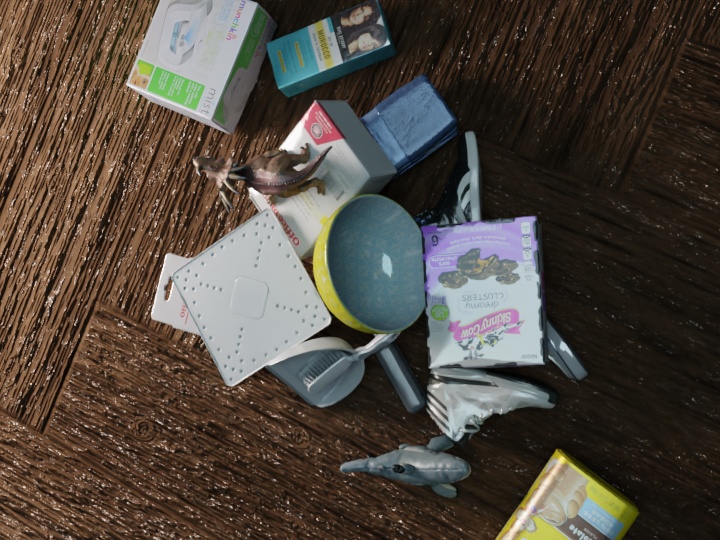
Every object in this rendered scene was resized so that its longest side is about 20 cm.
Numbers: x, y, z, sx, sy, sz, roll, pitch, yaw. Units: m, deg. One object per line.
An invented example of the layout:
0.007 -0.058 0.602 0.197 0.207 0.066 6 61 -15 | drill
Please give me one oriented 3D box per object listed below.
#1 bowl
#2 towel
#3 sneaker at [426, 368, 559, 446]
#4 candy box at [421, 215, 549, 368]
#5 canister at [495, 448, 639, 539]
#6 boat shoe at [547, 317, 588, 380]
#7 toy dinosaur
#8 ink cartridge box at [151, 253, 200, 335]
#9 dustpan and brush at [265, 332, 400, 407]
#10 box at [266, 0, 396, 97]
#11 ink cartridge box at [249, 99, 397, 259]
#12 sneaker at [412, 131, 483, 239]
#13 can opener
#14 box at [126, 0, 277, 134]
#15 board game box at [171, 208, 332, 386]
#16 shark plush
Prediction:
0.000 0.000 1.171 0.107 0.197 0.205 -19 79 50 | bowl
0.050 -0.210 1.254 0.198 0.048 0.113 -34 80 10 | towel
0.189 0.206 1.177 0.197 0.075 0.118 9 89 24 | sneaker
0.177 0.034 1.128 0.164 0.071 0.205 -5 85 18 | candy box
0.282 0.378 1.133 0.147 0.086 0.202 35 93 13 | canister
0.248 0.090 1.172 0.066 0.072 0.201 -43 77 12 | boat shoe
-0.133 -0.132 1.138 0.197 0.135 0.088 -2 99 34 | toy dinosaur
-0.228 0.051 1.294 0.196 0.067 0.118 15 90 14 | ink cartridge box
-0.026 0.135 1.201 0.199 0.140 0.058 -38 39 8 | dustpan and brush
-0.048 -0.358 1.289 0.196 0.049 0.084 -19 82 12 | box
-0.062 -0.137 1.223 0.200 0.083 0.146 -45 75 33 | ink cartridge box
0.130 -0.107 1.213 0.109 0.073 0.205 -3 86 12 | sneaker
0.051 0.119 1.225 0.066 0.053 0.203 -28 80 14 | can opener
-0.259 -0.356 1.320 0.174 0.097 0.203 24 91 17 | box
-0.167 0.042 1.228 0.198 0.026 0.202 -32 83 12 | board game box
0.069 0.284 1.193 0.196 0.083 0.093 10 88 14 | shark plush
